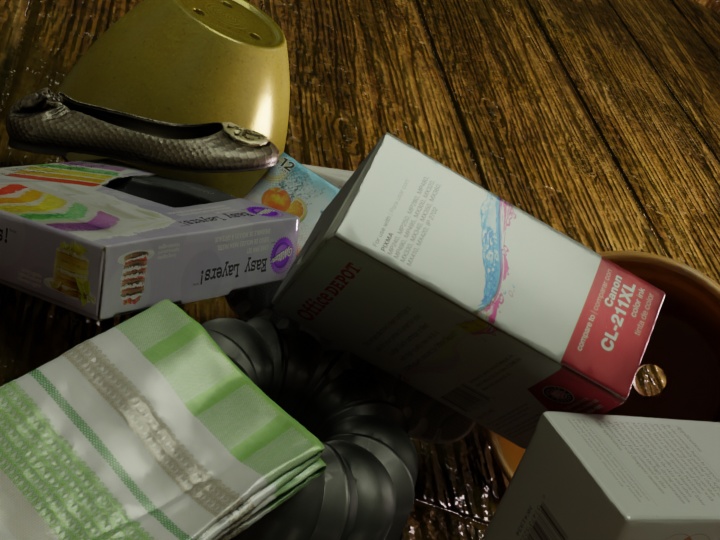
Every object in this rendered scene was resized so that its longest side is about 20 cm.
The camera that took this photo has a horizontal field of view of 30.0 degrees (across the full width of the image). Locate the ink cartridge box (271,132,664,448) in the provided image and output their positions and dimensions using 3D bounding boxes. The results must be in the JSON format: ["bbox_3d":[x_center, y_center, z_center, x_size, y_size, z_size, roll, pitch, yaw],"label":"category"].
[{"bbox_3d":[0.062,0.018,0.840,0.200,0.146,0.083,30,66,-7],"label":"ink cartridge box"}]

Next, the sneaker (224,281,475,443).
[{"bbox_3d":[0.000,0.051,0.952,0.200,0.075,0.082,35,-6,12],"label":"sneaker"}]

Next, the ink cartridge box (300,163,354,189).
[{"bbox_3d":[0.052,-0.038,1.111,0.200,0.047,0.160,21,10,30],"label":"ink cartridge box"}]

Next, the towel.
[{"bbox_3d":[-0.134,0.100,0.699,0.200,0.031,0.149,-32,63,-34],"label":"towel"}]

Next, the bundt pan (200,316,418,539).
[{"bbox_3d":[-0.049,0.101,0.821,0.202,0.076,0.202,24,28,-14],"label":"bundt pan"}]

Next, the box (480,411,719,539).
[{"bbox_3d":[0.187,0.166,0.811,0.200,0.125,0.098,7,28,-30],"label":"box"}]

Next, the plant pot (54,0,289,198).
[{"bbox_3d":[-0.135,-0.148,1.092,0.200,0.142,0.200,25,27,-14],"label":"plant pot"}]

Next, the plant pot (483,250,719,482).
[{"bbox_3d":[0.206,0.088,1.005,0.200,0.200,0.183,39,10,15],"label":"plant pot"}]

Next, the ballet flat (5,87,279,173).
[{"bbox_3d":[-0.158,-0.102,0.982,0.200,0.046,0.067,6,12,-2],"label":"ballet flat"}]

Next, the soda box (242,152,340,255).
[{"bbox_3d":[0.000,0.000,1.005,0.200,0.064,0.068,35,66,10],"label":"soda box"}]

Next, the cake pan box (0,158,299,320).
[{"bbox_3d":[-0.165,-0.026,0.878,0.184,0.052,0.200,20,18,31],"label":"cake pan box"}]
